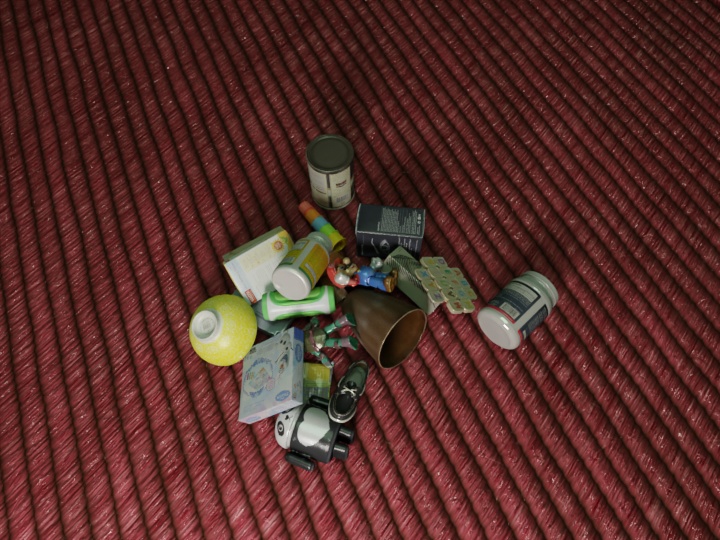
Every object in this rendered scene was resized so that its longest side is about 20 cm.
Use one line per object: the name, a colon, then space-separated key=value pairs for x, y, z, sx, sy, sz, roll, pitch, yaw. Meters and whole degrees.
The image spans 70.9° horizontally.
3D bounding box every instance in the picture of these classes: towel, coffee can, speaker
towel: x=-0.176 y=0.316 z=1.379 sx=0.199 sy=0.023 sz=0.144 roll=6 pitch=64 yaw=3
coffee can: x=-0.092 y=-0.308 z=1.599 sx=0.146 sy=0.200 sz=0.147 roll=0 pitch=63 yaw=0
speaker: x=-0.172 y=0.092 z=1.421 sx=0.199 sy=0.089 sz=0.089 roll=-6 pitch=63 yaw=-3

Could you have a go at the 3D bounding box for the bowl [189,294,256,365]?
bowl: x=-0.396 y=0.156 z=1.379 sx=0.199 sy=0.108 sz=0.201 roll=-5 pitch=75 yaw=19

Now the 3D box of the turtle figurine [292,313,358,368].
turtle figurine: x=-0.104 y=0.190 z=1.360 sx=0.199 sy=0.101 sz=0.150 roll=-22 pitch=77 yaw=27

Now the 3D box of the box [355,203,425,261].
box: x=0.088 y=-0.113 z=1.527 sx=0.199 sy=0.148 sz=0.105 roll=7 pitch=63 yaw=3

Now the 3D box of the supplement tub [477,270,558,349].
supplement tub: x=0.440 y=0.109 z=1.413 sx=0.200 sy=0.140 sz=0.140 roll=-39 pitch=69 yaw=-18

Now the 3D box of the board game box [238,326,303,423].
board game box: x=-0.231 y=0.274 z=1.315 sx=0.200 sy=0.043 sz=0.200 roll=-27 pitch=48 yaw=30

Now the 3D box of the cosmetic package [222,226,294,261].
cosmetic package: x=-0.301 y=-0.047 z=1.517 sx=0.200 sy=0.073 sz=0.103 roll=-29 pitch=30 yaw=-15

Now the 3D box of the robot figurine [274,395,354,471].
robot figurine: x=-0.116 y=0.407 z=1.272 sx=0.199 sy=0.150 sz=0.125 roll=17 pitch=106 yaw=9

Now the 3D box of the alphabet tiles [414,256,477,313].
alphabet tiles: x=0.250 y=0.039 z=1.458 sx=0.195 sy=0.015 sz=0.200 roll=0 pitch=50 yaw=-39

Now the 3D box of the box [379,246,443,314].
box: x=0.155 y=0.027 z=1.463 sx=0.200 sy=0.068 sz=0.082 roll=41 pitch=39 yaw=6

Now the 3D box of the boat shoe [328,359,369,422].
boat shoe: x=-0.025 y=0.307 z=1.307 sx=0.074 sy=0.061 sz=0.200 roll=25 pitch=32 yaw=11

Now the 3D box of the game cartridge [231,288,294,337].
game cartridge: x=-0.281 y=0.104 z=1.482 sx=0.199 sy=0.041 sz=0.134 roll=28 pitch=70 yaw=14

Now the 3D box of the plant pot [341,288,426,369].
plant pot: x=0.047 y=0.138 z=1.398 sx=0.187 sy=0.187 sz=0.200 roll=-42 pitch=53 yaw=-19

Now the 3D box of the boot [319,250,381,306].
boot: x=-0.030 y=-0.001 z=1.514 sx=0.199 sy=0.074 sz=0.155 roll=-28 pitch=63 yaw=-15

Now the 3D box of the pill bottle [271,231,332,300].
pill bottle: x=-0.153 y=-0.020 z=1.403 sx=0.112 sy=0.113 sz=0.200 roll=19 pitch=42 yaw=10

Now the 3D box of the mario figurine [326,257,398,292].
mario figurine: x=0.000 y=0.000 z=1.399 sx=0.199 sy=0.123 sz=0.106 roll=7 pitch=81 yaw=18

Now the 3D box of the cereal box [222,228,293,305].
cereal box: x=-0.273 y=-0.010 z=1.453 sx=0.200 sy=0.144 sz=0.040 roll=-31 pitch=22 yaw=-15

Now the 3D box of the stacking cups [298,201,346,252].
stacking cups: x=-0.128 y=-0.141 z=1.593 sx=0.060 sy=0.061 sz=0.200 roll=-37 pitch=67 yaw=-17
